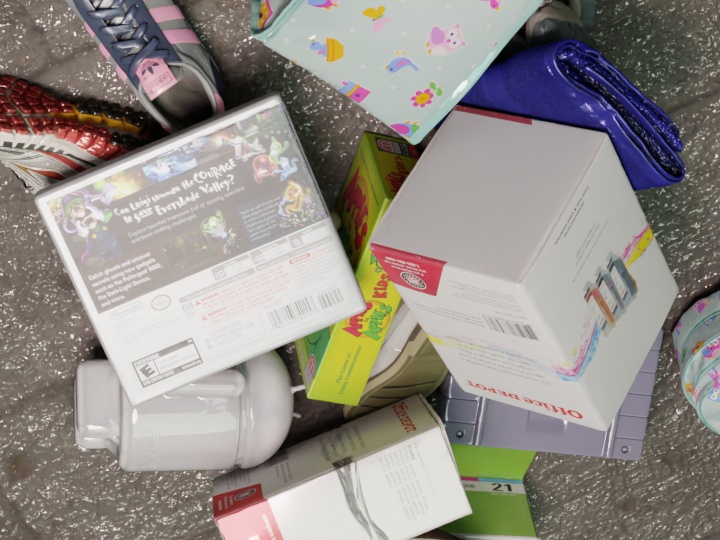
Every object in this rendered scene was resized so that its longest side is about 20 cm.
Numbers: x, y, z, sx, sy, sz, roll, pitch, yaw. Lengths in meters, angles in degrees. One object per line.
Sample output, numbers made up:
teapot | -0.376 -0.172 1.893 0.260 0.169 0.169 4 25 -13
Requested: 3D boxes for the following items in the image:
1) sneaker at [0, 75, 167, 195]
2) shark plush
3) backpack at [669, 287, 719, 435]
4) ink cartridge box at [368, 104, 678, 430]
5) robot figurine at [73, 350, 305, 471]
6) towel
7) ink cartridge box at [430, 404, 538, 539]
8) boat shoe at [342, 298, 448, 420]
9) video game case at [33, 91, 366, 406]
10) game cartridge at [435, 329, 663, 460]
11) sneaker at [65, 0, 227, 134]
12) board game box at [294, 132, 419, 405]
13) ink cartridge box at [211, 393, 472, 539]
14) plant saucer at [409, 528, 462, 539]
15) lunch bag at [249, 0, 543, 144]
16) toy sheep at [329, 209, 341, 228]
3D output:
sneaker | -0.248 -0.089 1.347 0.199 0.078 0.083 15 122 -22
shark plush | 0.167 -0.137 1.400 0.090 0.084 0.201 -21 128 -2
backpack | 0.376 0.097 1.589 0.199 0.127 0.167 35 115 -27
ink cartridge box | 0.131 0.000 1.352 0.145 0.145 0.200 -58 140 -23
robot figurine | -0.142 0.112 1.491 0.198 0.114 0.170 0 166 -12
towel | 0.146 -0.114 1.356 0.148 0.200 0.050 43 67 -20
ink cartridge box | 0.091 0.217 1.622 0.147 0.076 0.201 5 134 -16
boat shoe | 0.040 0.061 1.522 0.074 0.069 0.200 1 148 -33
video game case | -0.118 -0.014 1.329 0.199 0.023 0.183 -22 108 1
game cartridge | 0.169 0.098 1.571 0.198 0.038 0.131 7 102 -17
sneaker | -0.161 -0.173 1.304 0.070 0.082 0.200 -34 125 13
board game box | 0.000 0.000 1.450 0.047 0.102 0.201 11 122 -18
ink cartridge box | -0.018 0.188 1.472 0.199 0.147 0.083 -22 97 -2
plant saucer | 0.014 0.277 1.575 0.198 0.032 0.201 -9 146 -6
lunch bag | 0.038 -0.223 1.290 0.170 0.122 0.200 30 120 -28
toy sheep | -0.108 -0.006 1.409 0.199 0.138 0.139 -20 127 -5
